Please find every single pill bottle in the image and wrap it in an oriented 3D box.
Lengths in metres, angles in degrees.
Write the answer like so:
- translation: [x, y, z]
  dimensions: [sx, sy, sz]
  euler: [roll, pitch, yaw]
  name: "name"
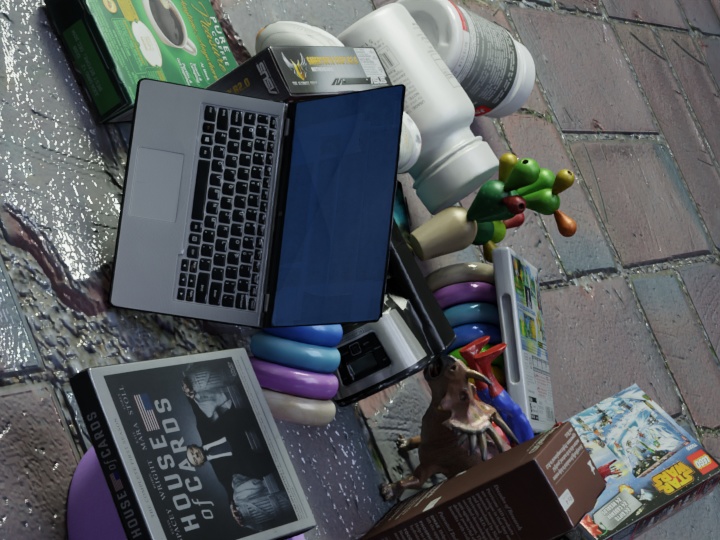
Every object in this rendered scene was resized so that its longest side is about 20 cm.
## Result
- translation: [0.113, -0.239, 2.081]
  dimensions: [0.199, 0.113, 0.115]
  euler: [14, 54, -55]
  name: "pill bottle"
- translation: [0.053, -0.164, 1.880]
  dimensions: [0.201, 0.114, 0.114]
  euler: [55, 27, 7]
  name: "pill bottle"

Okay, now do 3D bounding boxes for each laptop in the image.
- translation: [-0.082, -0.058, 1.419]
  dimensions: [0.198, 0.116, 0.189]
  euler: [9, 78, -12]
  name: "laptop"

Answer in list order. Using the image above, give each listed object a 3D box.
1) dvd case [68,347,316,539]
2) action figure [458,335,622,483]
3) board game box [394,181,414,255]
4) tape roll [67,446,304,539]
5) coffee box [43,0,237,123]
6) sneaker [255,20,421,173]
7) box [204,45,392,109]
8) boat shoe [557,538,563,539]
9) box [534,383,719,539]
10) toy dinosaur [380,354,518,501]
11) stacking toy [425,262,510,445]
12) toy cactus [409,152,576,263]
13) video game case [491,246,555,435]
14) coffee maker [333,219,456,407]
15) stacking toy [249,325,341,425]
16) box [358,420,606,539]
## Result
- translation: [-0.117, 0.134, 1.311]
  dimensions: [0.199, 0.025, 0.152]
  euler: [-4, 69, -61]
  name: "dvd case"
- translation: [0.176, 0.151, 1.744]
  dimensions: [0.202, 0.098, 0.065]
  euler: [69, -13, -14]
  name: "action figure"
- translation: [-0.016, -0.068, 1.798]
  dimensions: [0.199, 0.028, 0.136]
  euler: [31, 40, -45]
  name: "board game box"
- translation: [-0.123, 0.202, 1.337]
  dimensions: [0.200, 0.065, 0.201]
  euler: [42, 33, -35]
  name: "tape roll"
- translation: [-0.184, -0.195, 1.608]
  dimensions: [0.200, 0.044, 0.124]
  euler: [-18, 82, -62]
  name: "coffee box"
- translation: [-0.023, -0.170, 1.771]
  dimensions: [0.200, 0.076, 0.092]
  euler: [39, 13, 1]
  name: "sneaker"
- translation: [-0.081, -0.141, 1.612]
  dimensions: [0.200, 0.158, 0.049]
  euler: [-12, 75, -61]
  name: "box"
- translation: [0.227, 0.220, 1.911]
  dimensions: [0.066, 0.074, 0.199]
  euler: [49, 36, -2]
  name: "boat shoe"
- translation: [0.258, 0.205, 1.856]
  dimensions: [0.199, 0.040, 0.137]
  euler: [-21, 53, -36]
  name: "box"
- translation: [0.105, 0.169, 1.679]
  dimensions: [0.200, 0.135, 0.086]
  euler: [34, 38, -43]
  name: "toy dinosaur"
- translation: [0.114, 0.098, 1.833]
  dimensions: [0.085, 0.085, 0.202]
  euler: [22, 55, -51]
  name: "stacking toy"
- translation: [0.131, -0.050, 1.851]
  dimensions: [0.103, 0.164, 0.200]
  euler: [63, -13, 2]
  name: "toy cactus"
- translation: [0.170, 0.078, 1.884]
  dimensions: [0.200, 0.022, 0.184]
  euler: [24, 59, -75]
  name: "video game case"
- translation: [0.000, 0.000, 1.625]
  dimensions: [0.192, 0.134, 0.201]
  euler: [-32, 97, -49]
  name: "coffee maker"
- translation: [-0.042, 0.021, 1.494]
  dimensions: [0.085, 0.085, 0.202]
  euler: [10, 93, -56]
  name: "stacking toy"
- translation: [0.102, 0.212, 1.564]
  dimensions: [0.075, 0.199, 0.100]
  euler: [61, 28, -2]
  name: "box"
